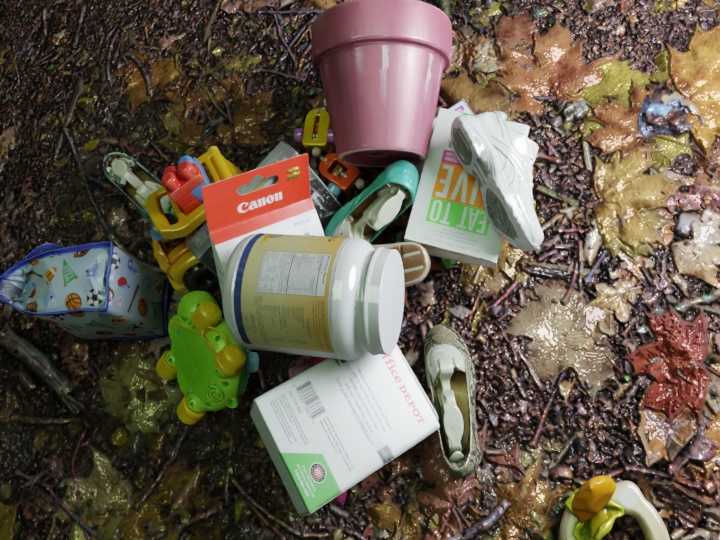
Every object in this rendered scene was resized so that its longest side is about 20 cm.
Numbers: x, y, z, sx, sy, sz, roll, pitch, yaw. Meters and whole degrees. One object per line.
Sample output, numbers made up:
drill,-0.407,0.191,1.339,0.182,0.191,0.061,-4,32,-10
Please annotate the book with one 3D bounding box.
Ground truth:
book,0.149,-0.116,0.866,0.130,0.048,0.205,13,76,13

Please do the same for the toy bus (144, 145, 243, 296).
toy bus,-0.249,-0.083,0.924,0.198,0.192,0.137,-36,60,4

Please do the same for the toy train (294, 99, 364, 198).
toy train,-0.017,-0.213,0.980,0.148,0.056,0.202,30,81,17

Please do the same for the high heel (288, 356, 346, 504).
high heel,-0.030,0.204,0.850,0.094,0.068,0.204,-24,59,9

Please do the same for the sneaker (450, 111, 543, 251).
sneaker,0.198,-0.126,0.805,0.097,0.078,0.204,-22,78,-9

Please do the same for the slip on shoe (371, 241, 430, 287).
slip on shoe,0.000,0.000,0.855,0.195,0.061,0.078,-12,86,12

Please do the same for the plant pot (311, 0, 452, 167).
plant pot,0.030,-0.245,0.862,0.194,0.200,0.185,-1,89,15

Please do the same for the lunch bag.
lunch bag,-0.420,0.038,0.953,0.195,0.170,0.127,-8,67,14

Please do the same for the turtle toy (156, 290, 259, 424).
turtle toy,-0.220,0.114,0.908,0.146,0.100,0.202,-47,63,24

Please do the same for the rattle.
rattle,0.298,0.335,0.676,0.126,0.144,0.205,-4,64,-5

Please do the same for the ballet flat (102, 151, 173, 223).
ballet flat,-0.368,-0.136,1.049,0.198,0.074,0.075,35,84,22

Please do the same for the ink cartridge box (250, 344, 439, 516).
ink cartridge box,-0.020,0.189,0.789,0.197,0.084,0.148,-25,75,-23

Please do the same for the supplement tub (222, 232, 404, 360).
supplement tub,-0.053,0.031,0.760,0.195,0.145,0.148,4,74,17

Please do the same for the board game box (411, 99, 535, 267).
board game box,0.140,-0.131,0.916,0.151,0.040,0.203,-30,67,5

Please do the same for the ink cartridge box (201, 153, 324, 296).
ink cartridge box,-0.122,-0.040,0.851,0.157,0.204,0.047,-22,42,-24

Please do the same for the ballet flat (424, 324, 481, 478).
ballet flat,0.119,0.163,0.811,0.066,0.075,0.205,-11,70,13

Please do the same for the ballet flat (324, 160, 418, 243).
ballet flat,0.007,-0.071,0.878,0.200,0.067,0.071,-45,20,29

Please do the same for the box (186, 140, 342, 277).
box,-0.128,-0.059,0.905,0.200,0.159,0.048,-47,48,-4
